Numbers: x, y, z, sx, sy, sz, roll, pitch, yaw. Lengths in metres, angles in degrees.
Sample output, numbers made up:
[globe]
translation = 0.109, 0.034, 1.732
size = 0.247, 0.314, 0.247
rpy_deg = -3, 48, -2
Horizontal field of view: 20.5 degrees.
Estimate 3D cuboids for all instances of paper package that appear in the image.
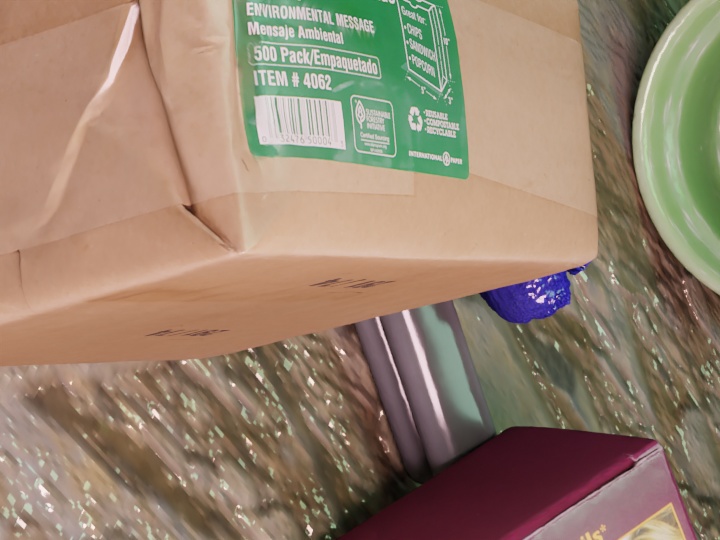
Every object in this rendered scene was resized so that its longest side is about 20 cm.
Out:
[paper package]
translation = -0.050, -0.035, 0.624
size = 0.200, 0.190, 0.104
rpy_deg = 2, 77, -54

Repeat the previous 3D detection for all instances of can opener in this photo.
[can opener]
translation = 0.000, 0.000, 0.824
size = 0.066, 0.053, 0.201
rpy_deg = -27, 101, -21

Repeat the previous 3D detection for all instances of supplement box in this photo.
[supplement box]
translation = 0.075, 0.179, 0.774
size = 0.131, 0.103, 0.201
rpy_deg = -28, 104, -28

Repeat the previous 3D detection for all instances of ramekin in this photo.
[ramekin]
translation = 0.259, -0.074, 1.096
size = 0.098, 0.199, 0.201
rpy_deg = -6, 84, -64

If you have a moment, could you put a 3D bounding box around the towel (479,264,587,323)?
[towel]
translation = 0.025, -0.084, 0.817
size = 0.200, 0.049, 0.148
rpy_deg = 63, -3, -21
